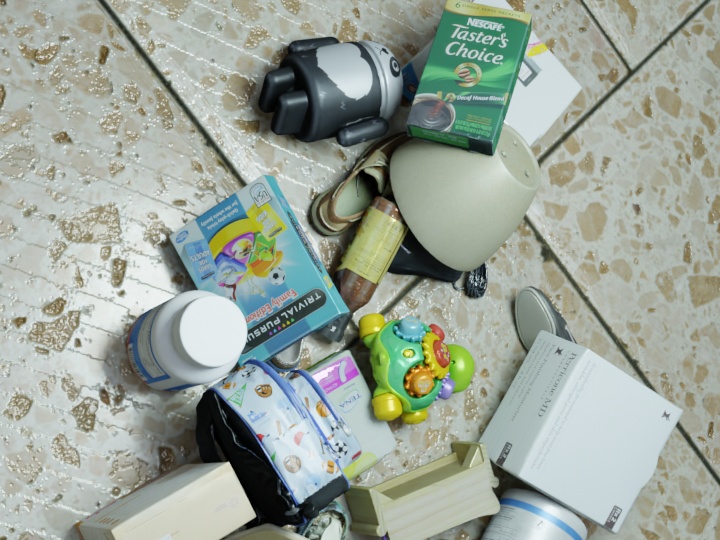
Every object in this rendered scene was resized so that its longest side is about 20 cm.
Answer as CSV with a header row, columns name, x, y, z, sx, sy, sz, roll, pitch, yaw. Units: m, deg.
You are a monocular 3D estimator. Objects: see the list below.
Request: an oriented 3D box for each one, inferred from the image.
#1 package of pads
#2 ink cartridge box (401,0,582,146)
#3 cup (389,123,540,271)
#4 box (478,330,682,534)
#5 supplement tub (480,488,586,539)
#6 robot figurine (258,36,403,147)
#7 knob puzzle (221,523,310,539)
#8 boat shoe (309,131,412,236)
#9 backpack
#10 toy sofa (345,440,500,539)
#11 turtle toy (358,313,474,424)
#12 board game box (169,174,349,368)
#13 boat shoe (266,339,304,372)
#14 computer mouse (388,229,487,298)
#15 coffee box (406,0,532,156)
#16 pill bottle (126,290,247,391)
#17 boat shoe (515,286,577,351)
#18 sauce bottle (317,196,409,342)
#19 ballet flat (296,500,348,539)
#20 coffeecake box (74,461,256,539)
name,x,y,z,sx,sy,sz,roll,pitch,yaw
package of pads,-0.064,0.216,1.540,0.199,0.068,0.155,-29,94,-26
ink cartridge box,0.180,-0.267,1.689,0.200,0.147,0.146,47,65,-7
cup,0.158,-0.119,1.591,0.200,0.143,0.202,31,43,-34
box,0.303,0.223,1.636,0.199,0.131,0.200,32,85,-24
supplement tub,0.214,0.414,1.606,0.132,0.132,0.201,36,68,-16
robot figurine,-0.036,-0.246,1.600,0.199,0.125,0.152,-16,101,-27
knob puzzle,-0.097,0.360,1.413,0.219,0.220,0.031,30,41,-18
boat shoe,0.018,-0.121,1.634,0.076,0.074,0.200,49,65,-10
backpack,-0.102,0.198,1.392,0.154,0.200,0.191,-40,93,-29
toy sofa,0.085,0.307,1.589,0.199,0.083,0.098,-18,92,-27
turtle toy,0.082,0.128,1.590,0.200,0.100,0.147,20,55,-57
board game box,-0.129,0.004,1.493,0.150,0.047,0.201,-31,84,13
boat shoe,-0.104,0.032,1.549,0.072,0.072,0.202,-5,83,-26
computer mouse,0.104,-0.039,1.674,0.198,0.053,0.140,6,79,-25
coffee box,0.143,-0.256,1.538,0.122,0.044,0.201,15,70,14
pill bottle,-0.206,0.085,1.420,0.111,0.200,0.113,5,79,-25
boat shoe,0.286,0.110,1.735,0.057,0.067,0.201,-32,101,-46
sauce bottle,0.000,0.000,1.586,0.066,0.066,0.201,30,88,-18
ballet flat,-0.071,0.387,1.508,0.074,0.074,0.201,29,70,-19
coffeecake box,-0.232,0.292,1.372,0.153,0.200,0.074,-28,93,-26
